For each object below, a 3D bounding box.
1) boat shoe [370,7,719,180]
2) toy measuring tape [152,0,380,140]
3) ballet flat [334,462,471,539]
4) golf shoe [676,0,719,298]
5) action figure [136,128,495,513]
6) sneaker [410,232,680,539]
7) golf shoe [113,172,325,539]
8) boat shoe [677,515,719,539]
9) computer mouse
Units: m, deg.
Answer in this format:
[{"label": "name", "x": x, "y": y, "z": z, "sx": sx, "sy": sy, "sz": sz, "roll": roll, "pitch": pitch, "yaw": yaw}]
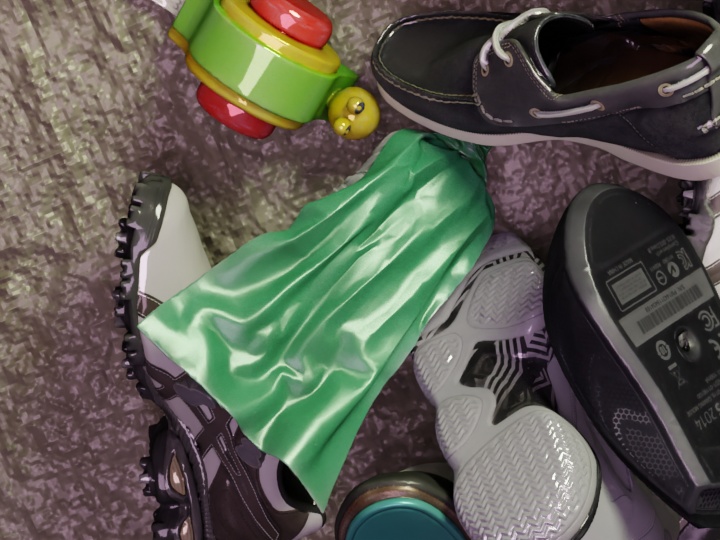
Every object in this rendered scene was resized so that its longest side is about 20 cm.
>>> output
[{"label": "boat shoe", "x": 0.085, "y": -0.095, "z": 1.020, "sx": 0.199, "sy": 0.068, "sz": 0.072, "roll": 13, "pitch": 63, "yaw": 37}, {"label": "toy measuring tape", "x": -0.078, "y": -0.118, "z": 1.065, "sx": 0.199, "sy": 0.074, "sz": 0.074, "roll": 32, "pitch": 104, "yaw": -3}, {"label": "ballet flat", "x": 0.032, "y": 0.137, "z": 1.075, "sx": 0.068, "sy": 0.069, "sz": 0.200, "roll": -10, "pitch": 139, "yaw": 11}, {"label": "golf shoe", "x": 0.194, "y": -0.047, "z": 1.053, "sx": 0.094, "sy": 0.078, "sz": 0.201, "roll": 7, "pitch": 104, "yaw": 3}, {"label": "action figure", "x": 0.000, "y": 0.000, "z": 1.051, "sx": 0.118, "sy": 0.055, "sz": 0.200, "roll": 48, "pitch": 67, "yaw": -12}, {"label": "sneaker", "x": 0.086, "y": 0.079, "z": 1.057, "sx": 0.075, "sy": 0.200, "sz": 0.115, "roll": -29, "pitch": 129, "yaw": 17}, {"label": "golf shoe", "x": -0.065, "y": 0.045, "z": 1.095, "sx": 0.094, "sy": 0.078, "sz": 0.201, "roll": -6, "pitch": 113, "yaw": 5}, {"label": "boat shoe", "x": 0.163, "y": 0.105, "z": 1.098, "sx": 0.200, "sy": 0.074, "sz": 0.060, "roll": -50, "pitch": 138, "yaw": -1}, {"label": "computer mouse", "x": 0.132, "y": 0.060, "z": 0.999, "sx": 0.053, "sy": 0.138, "sz": 0.201, "roll": -31, "pitch": 83, "yaw": 44}]
